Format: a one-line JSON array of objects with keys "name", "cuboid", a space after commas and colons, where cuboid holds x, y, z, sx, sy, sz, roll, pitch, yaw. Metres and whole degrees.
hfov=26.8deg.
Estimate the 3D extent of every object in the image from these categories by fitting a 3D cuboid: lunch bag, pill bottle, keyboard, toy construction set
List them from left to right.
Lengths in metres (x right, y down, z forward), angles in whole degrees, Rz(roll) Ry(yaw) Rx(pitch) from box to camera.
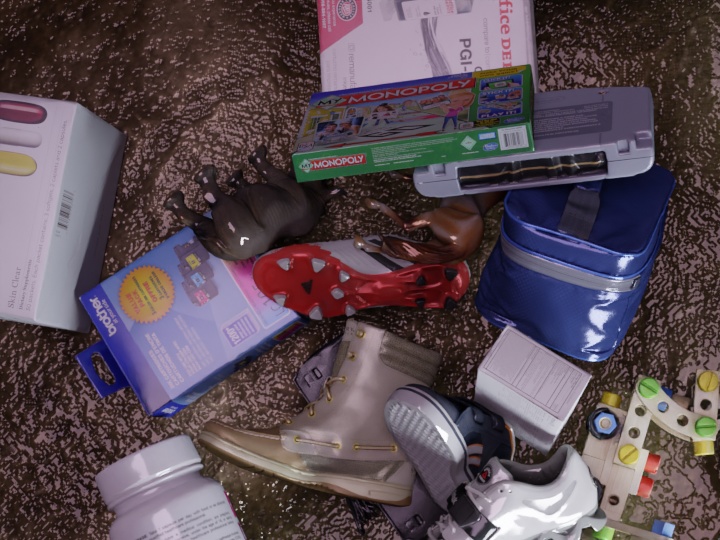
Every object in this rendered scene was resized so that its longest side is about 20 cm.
[{"name": "pill bottle", "cuboid": [-0.158, 0.258, 1.369, 0.113, 0.113, 0.200, -26, 81, 4]}, {"name": "keyboard", "cuboid": [0.007, 0.163, 1.402, 0.104, 0.040, 0.200, -34, 86, -9]}, {"name": "lunch bag", "cuboid": [0.194, -0.036, 1.313, 0.136, 0.200, 0.132, 20, 127, 8]}, {"name": "toy construction set", "cuboid": [0.257, 0.175, 1.333, 0.131, 0.092, 0.200, 17, 68, 7]}]

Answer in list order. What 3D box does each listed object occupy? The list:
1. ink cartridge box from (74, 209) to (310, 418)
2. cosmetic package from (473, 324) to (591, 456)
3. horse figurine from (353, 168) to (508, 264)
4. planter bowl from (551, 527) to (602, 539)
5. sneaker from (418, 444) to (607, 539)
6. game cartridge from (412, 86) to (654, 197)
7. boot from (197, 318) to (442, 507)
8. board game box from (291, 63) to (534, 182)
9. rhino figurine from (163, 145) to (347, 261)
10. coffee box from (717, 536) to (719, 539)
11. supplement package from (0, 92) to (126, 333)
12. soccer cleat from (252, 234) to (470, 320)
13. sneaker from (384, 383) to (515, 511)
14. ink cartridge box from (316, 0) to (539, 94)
[{"name": "ink cartridge box", "cuboid": [-0.167, 0.047, 1.417, 0.200, 0.076, 0.136, -34, 80, 4]}, {"name": "cosmetic package", "cuboid": [0.145, 0.106, 1.301, 0.083, 0.200, 0.051, 34, 79, 10]}, {"name": "horse figurine", "cuboid": [0.073, -0.056, 1.370, 0.133, 0.200, 0.050, 13, 129, 10]}, {"name": "planter bowl", "cuboid": [0.146, 0.309, 1.311, 0.200, 0.135, 0.200, -1, 82, 8]}, {"name": "sneaker", "cuboid": [0.101, 0.202, 1.268, 0.200, 0.074, 0.089, -21, 109, -8]}, {"name": "game cartridge", "cuboid": [0.151, -0.113, 1.293, 0.200, 0.133, 0.040, -5, 121, 14]}, {"name": "boot", "cuboid": [-0.034, 0.117, 1.348, 0.200, 0.072, 0.155, 16, 82, -11]}, {"name": "board game box", "cuboid": [0.048, -0.128, 1.296, 0.200, 0.135, 0.029, -7, 119, 10]}, {"name": "rhino figurine", "cuboid": [-0.082, -0.065, 1.379, 0.087, 0.200, 0.060, 52, 131, 11]}, {"name": "coffee box", "cuboid": [0.399, 0.229, 1.331, 0.123, 0.044, 0.200, 38, 89, 12]}, {"name": "supplement package", "cuboid": [-0.309, -0.052, 1.407, 0.111, 0.156, 0.200, 8, 85, 9]}, {"name": "soccer cleat", "cuboid": [0.000, 0.000, 1.379, 0.200, 0.085, 0.069, 0, 116, -7]}, {"name": "sneaker", "cuboid": [0.081, 0.141, 1.313, 0.078, 0.200, 0.079, 24, 66, 32]}, {"name": "ink cartridge box", "cuboid": [0.064, -0.201, 1.411, 0.200, 0.085, 0.146, -4, 83, 5]}]
